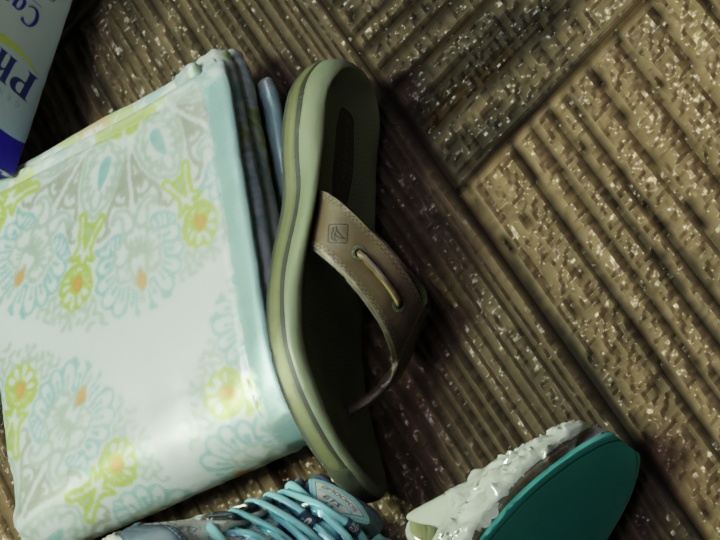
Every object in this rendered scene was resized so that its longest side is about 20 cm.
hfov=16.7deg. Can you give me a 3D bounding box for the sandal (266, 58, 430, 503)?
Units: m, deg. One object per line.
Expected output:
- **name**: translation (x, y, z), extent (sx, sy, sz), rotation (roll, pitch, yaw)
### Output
- **sandal**: translation (0.000, -0.001, 1.059), extent (0.057, 0.080, 0.202), rotation (-7, 69, 21)

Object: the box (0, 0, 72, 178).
- **box**: translation (-0.246, -0.146, 1.251), extent (0.183, 0.105, 0.201), rotation (-7, 58, 36)

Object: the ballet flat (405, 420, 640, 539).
- **ballet flat**: translation (0.028, 0.129, 0.959), extent (0.072, 0.072, 0.200), rotation (23, 64, 40)

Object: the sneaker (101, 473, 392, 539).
- **sneaker**: translation (-0.039, 0.113, 0.974), extent (0.078, 0.200, 0.086), rotation (43, 91, 18)

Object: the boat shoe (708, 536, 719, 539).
- **boat shoe**: translation (0.143, 0.130, 0.888), extent (0.199, 0.066, 0.075), rotation (-6, 85, 48)

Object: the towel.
- **towel**: translation (-0.099, 0.014, 1.147), extent (0.171, 0.048, 0.201), rotation (-27, 60, 31)
